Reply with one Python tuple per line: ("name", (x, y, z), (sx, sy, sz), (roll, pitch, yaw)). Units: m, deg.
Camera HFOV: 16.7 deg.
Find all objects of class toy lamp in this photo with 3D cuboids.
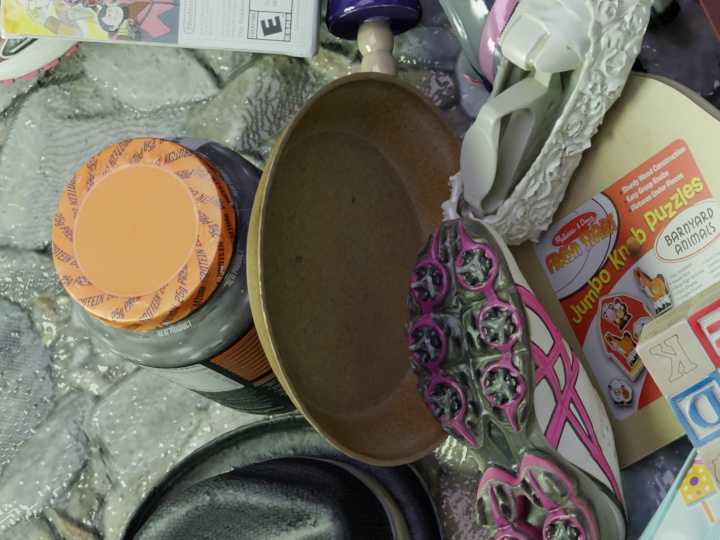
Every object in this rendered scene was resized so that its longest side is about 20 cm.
("toy lamp", (0.015, -0.090, 1.383), (0.058, 0.058, 0.202), (-11, 76, 17))

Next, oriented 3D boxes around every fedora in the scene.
("fedora", (-0.057, 0.163, 1.322), (0.199, 0.092, 0.202), (-5, 76, 19))

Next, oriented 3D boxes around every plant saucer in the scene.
("plant saucer", (0.000, 0.000, 1.264), (0.035, 0.200, 0.202), (-4, 74, 37))

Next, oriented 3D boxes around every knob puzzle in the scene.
("knob puzzle", (0.148, -0.017, 1.278), (0.219, 0.030, 0.221), (16, 112, 43))

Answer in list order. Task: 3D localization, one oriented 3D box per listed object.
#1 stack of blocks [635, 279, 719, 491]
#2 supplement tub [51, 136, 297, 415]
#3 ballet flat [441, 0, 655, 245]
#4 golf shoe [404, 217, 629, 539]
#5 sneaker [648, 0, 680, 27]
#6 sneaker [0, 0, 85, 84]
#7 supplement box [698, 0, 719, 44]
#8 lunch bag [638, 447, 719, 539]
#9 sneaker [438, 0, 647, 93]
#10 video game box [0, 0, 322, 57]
("stack of blocks", (0.244, 0.030, 1.152), (0.199, 0.059, 0.116), (-32, 93, 14))
("supplement tub", (-0.079, 0.002, 1.313), (0.122, 0.200, 0.124), (-5, 74, 18))
("ballet flat", (0.092, -0.093, 1.246), (0.072, 0.072, 0.201), (34, 124, 24))
("golf shoe", (0.083, 0.066, 1.273), (0.072, 0.092, 0.201), (-15, 95, 32))
("sneaker", (0.133, -0.227, 1.365), (0.086, 0.075, 0.201), (-31, 68, 4))
("sneaker", (-0.173, -0.195, 1.452), (0.200, 0.075, 0.081), (-49, 31, 3))
("supplement box", (0.244, -0.136, 1.231), (0.132, 0.197, 0.201), (-26, 70, 11))
("lunch bag", (0.200, 0.178, 1.233), (0.160, 0.077, 0.201), (32, 88, 23))
("sneaker", (0.100, -0.110, 1.360), (0.082, 0.070, 0.201), (-41, 73, 47))
("video game box", (-0.107, -0.225, 1.384), (0.181, 0.047, 0.202), (4, 97, 1))
